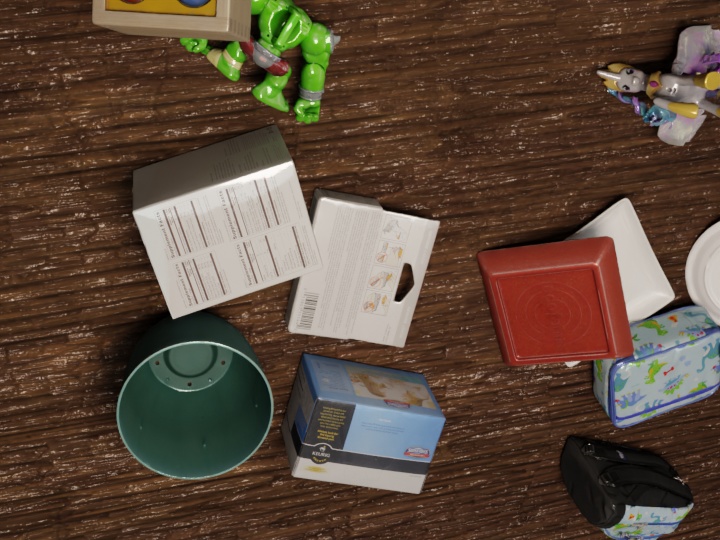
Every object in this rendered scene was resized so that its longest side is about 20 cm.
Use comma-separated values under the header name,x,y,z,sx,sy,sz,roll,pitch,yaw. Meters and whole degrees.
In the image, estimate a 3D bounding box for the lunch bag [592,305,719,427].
name,x,y,z,sx,sy,sz,roll,pitch,yaw
lunch bag,0.461,0.151,1.504,0.197,0.083,0.162,-17,131,-7

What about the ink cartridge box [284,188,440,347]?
name,x,y,z,sx,sy,sz,roll,pitch,yaw
ink cartridge box,0.000,0.000,1.360,0.173,0.045,0.203,9,111,-16

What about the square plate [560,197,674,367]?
name,x,y,z,sx,sy,sz,roll,pitch,yaw
square plate,0.350,0.018,1.460,0.197,0.029,0.201,-33,116,3

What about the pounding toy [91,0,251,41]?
name,x,y,z,sx,sy,sz,roll,pitch,yaw
pounding toy,-0.219,-0.365,1.064,0.181,0.142,0.204,5,98,6

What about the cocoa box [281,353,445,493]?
name,x,y,z,sx,sy,sz,roll,pitch,yaw
cocoa box,0.001,0.220,1.407,0.197,0.134,0.133,11,110,-18

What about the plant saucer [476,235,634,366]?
name,x,y,z,sx,sy,sz,roll,pitch,yaw
plant saucer,0.279,0.057,1.405,0.197,0.037,0.202,-7,118,22

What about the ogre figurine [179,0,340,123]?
name,x,y,z,sx,sy,sz,roll,pitch,yaw
ogre figurine,-0.109,-0.273,1.185,0.199,0.098,0.120,38,110,-7

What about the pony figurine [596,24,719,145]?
name,x,y,z,sx,sy,sz,roll,pitch,yaw
pony figurine,0.437,-0.243,1.296,0.190,0.200,0.169,-1,108,-30

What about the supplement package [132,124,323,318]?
name,x,y,z,sx,sy,sz,roll,pitch,yaw
supplement package,-0.169,-0.065,1.231,0.197,0.152,0.153,-18,117,-5

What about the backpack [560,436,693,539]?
name,x,y,z,sx,sy,sz,roll,pitch,yaw
backpack,0.435,0.357,1.569,0.197,0.164,0.156,-2,123,-20

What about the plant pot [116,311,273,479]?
name,x,y,z,sx,sy,sz,roll,pitch,yaw
plant pot,-0.224,0.147,1.306,0.197,0.161,0.204,-5,115,-11

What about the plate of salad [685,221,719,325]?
name,x,y,z,sx,sy,sz,roll,pitch,yaw
plate of salad,0.597,0.002,1.479,0.197,0.048,0.203,9,118,17
